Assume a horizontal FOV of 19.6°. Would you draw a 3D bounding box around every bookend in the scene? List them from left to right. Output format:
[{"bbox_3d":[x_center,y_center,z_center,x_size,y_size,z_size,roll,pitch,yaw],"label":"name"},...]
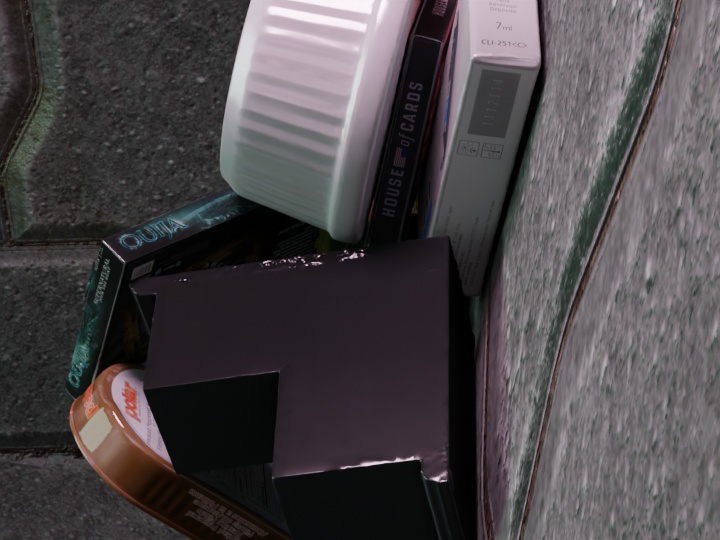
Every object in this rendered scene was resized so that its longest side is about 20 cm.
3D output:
[{"bbox_3d":[-0.036,0.090,1.207,0.200,0.198,0.092,-89,-13,-48],"label":"bookend"}]

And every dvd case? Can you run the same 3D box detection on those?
[{"bbox_3d":[0.039,-0.111,1.373,0.200,0.025,0.151,-73,-5,-67],"label":"dvd case"}]

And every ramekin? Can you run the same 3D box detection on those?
[{"bbox_3d":[-0.022,-0.123,1.286,0.202,0.094,0.203,14,-90,-89],"label":"ramekin"}]

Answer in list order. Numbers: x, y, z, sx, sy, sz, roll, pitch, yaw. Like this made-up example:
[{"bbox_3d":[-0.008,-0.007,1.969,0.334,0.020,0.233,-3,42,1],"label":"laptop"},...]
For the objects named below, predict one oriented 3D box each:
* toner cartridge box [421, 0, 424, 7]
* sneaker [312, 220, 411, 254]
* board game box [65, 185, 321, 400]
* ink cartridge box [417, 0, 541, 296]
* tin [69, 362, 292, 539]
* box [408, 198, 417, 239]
[{"bbox_3d":[0.025,-0.163,1.501,0.200,0.043,0.095,59,-135,-82],"label":"toner cartridge box"},{"bbox_3d":[0.026,0.045,1.347,0.074,0.083,0.200,67,-176,-61],"label":"sneaker"},{"bbox_3d":[-0.098,0.004,1.363,0.200,0.028,0.135,-25,-32,-40],"label":"board game box"},{"bbox_3d":[0.071,-0.114,1.276,0.200,0.045,0.176,101,174,-47],"label":"ink cartridge box"},{"bbox_3d":[-0.092,0.129,1.313,0.042,0.200,0.112,-50,22,16],"label":"tin"},{"bbox_3d":[0.037,0.014,1.553,0.110,0.035,0.200,-89,8,-57],"label":"box"}]
